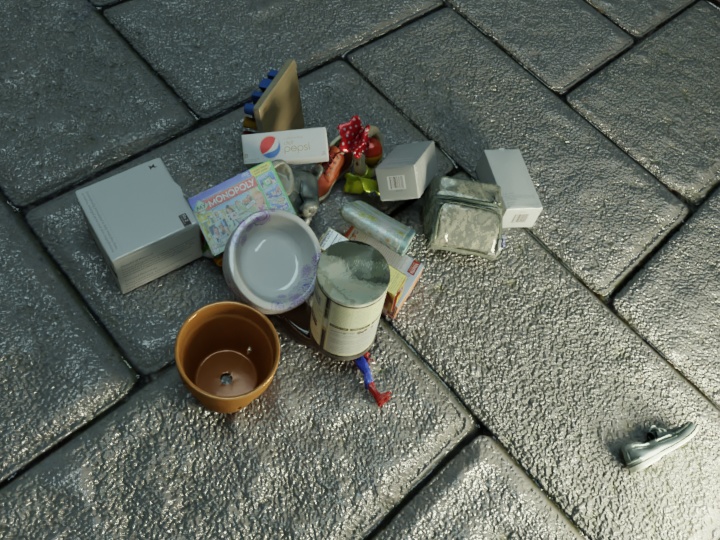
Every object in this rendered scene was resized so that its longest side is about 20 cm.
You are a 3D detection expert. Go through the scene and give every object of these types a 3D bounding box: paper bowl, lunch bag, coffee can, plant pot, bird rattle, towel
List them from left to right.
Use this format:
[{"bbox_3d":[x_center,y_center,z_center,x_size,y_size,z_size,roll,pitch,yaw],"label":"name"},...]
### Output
[{"bbox_3d":[-0.259,0.182,1.324,0.194,0.141,0.205,7,56,-10],"label":"plant pot"},{"bbox_3d":[-0.183,-0.014,1.388,0.195,0.104,0.208,4,79,-23],"label":"paper bowl"},{"bbox_3d":[-0.025,0.062,1.348,0.141,0.202,0.150,4,54,-6],"label":"coffee can"},{"bbox_3d":[0.006,-0.286,1.669,0.110,0.205,0.164,3,34,28],"label":"bird rattle"},{"bbox_3d":[0.044,-0.101,1.578,0.168,0.049,0.200,28,12,5],"label":"towel"},{"bbox_3d":[0.248,-0.117,1.653,0.194,0.140,0.173,9,65,-9],"label":"lunch bag"}]

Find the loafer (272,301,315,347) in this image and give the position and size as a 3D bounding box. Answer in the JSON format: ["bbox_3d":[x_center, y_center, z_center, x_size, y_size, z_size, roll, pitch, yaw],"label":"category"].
[{"bbox_3d":[-0.144,0.086,1.458,0.198,0.072,0.073,35,56,11],"label":"loafer"}]

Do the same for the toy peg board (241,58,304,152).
[{"bbox_3d":[-0.230,-0.383,1.683,0.095,0.202,0.203,13,53,16],"label":"toy peg board"}]

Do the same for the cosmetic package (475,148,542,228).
[{"bbox_3d":[0.384,-0.216,1.782,0.109,0.082,0.205,-2,56,-15],"label":"cosmetic package"}]

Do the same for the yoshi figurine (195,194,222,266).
[{"bbox_3d":[-0.308,-0.105,1.530,0.110,0.114,0.203,-12,57,-34],"label":"yoshi figurine"}]

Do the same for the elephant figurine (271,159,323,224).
[{"bbox_3d":[-0.194,-0.183,1.544,0.196,0.142,0.158,24,36,-27],"label":"elephant figurine"}]

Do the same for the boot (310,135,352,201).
[{"bbox_3d":[-0.085,-0.251,1.675,0.074,0.108,0.201,32,57,11],"label":"boot"}]

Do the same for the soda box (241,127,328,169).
[{"bbox_3d":[-0.172,-0.280,1.567,0.193,0.064,0.071,-6,88,-1],"label":"soda box"}]

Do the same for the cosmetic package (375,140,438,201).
[{"bbox_3d":[0.116,-0.247,1.672,0.104,0.093,0.200,-2,22,24],"label":"cosmetic package"}]

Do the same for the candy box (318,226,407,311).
[{"bbox_3d":[0.000,0.000,1.458,0.197,0.117,0.057,33,72,10],"label":"candy box"}]

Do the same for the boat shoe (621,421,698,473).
[{"bbox_3d":[0.641,0.363,1.466,0.196,0.073,0.063,-23,68,-20],"label":"boat shoe"}]

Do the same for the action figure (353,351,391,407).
[{"bbox_3d":[-0.002,0.185,1.433,0.051,0.066,0.201,-35,71,-7],"label":"action figure"}]

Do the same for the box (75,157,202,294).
[{"bbox_3d":[-0.467,-0.098,1.458,0.197,0.132,0.201,-27,66,-23],"label":"box"}]

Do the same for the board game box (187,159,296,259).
[{"bbox_3d":[-0.250,-0.131,1.455,0.196,0.029,0.137,-27,83,-9],"label":"board game box"}]

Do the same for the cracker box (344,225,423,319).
[{"bbox_3d":[0.030,-0.001,1.566,0.197,0.058,0.135,32,57,9],"label":"cracker box"}]
